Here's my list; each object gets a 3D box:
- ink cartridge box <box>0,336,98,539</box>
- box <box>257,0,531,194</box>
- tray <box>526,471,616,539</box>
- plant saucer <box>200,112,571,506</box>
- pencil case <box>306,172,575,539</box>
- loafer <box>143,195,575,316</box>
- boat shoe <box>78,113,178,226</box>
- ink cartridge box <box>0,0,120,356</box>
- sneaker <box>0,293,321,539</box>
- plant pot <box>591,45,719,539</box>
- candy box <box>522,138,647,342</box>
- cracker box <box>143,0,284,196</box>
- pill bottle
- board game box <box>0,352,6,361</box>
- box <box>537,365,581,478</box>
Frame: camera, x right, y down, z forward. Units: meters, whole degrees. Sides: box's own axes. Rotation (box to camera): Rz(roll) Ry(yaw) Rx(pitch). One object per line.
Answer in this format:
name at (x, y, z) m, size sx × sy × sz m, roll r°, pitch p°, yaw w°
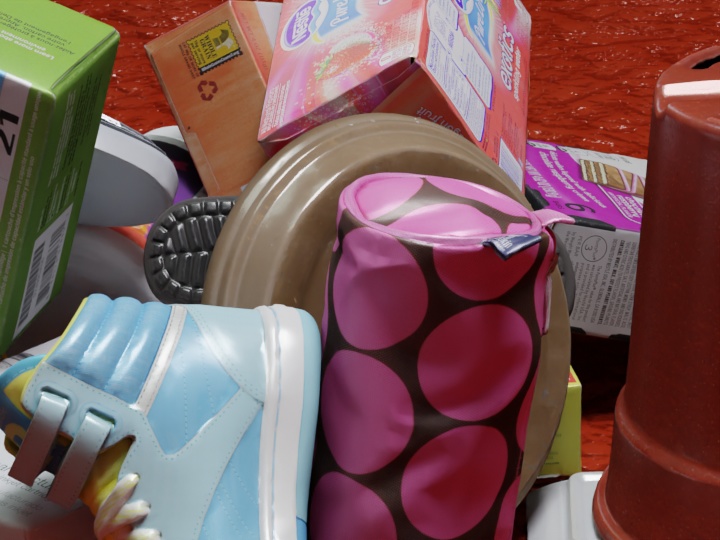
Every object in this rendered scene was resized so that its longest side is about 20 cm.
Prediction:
ink cartridge box at (-0.116, 0.094, 1.270) m, size 0.145 × 0.084 × 0.200 m, roll 15°, pitch 28°, yaw 39°
box at (0.020, -0.098, 1.462) m, size 0.094 × 0.103 × 0.200 m, roll -26°, pitch 28°, yaw 20°
tray at (0.172, 0.112, 1.283) m, size 0.199 × 0.022 × 0.107 m, roll -1°, pitch 22°, yaw 3°
plant saucer at (0.019, 0.032, 1.260) m, size 0.199 × 0.201 × 0.029 m, roll -18°, pitch 9°, yaw -36°
pencil case at (0.028, 0.065, 1.176) m, size 0.093 × 0.201 × 0.091 m, roll -1°, pitch 21°, yaw -24°
loafer at (0.000, 0.000, 1.357) m, size 0.199 × 0.073 × 0.071 m, roll 6°, pitch -16°, yaw -1°
boat shoe at (-0.173, -0.079, 1.377) m, size 0.199 × 0.072 × 0.068 m, roll 16°, pitch 57°, yaw 13°
ink cartridge box at (-0.223, -0.068, 1.304) m, size 0.199 × 0.148 × 0.076 m, roll 23°, pitch 32°, yaw 9°
sneaker at (-0.088, 0.100, 1.130) m, size 0.130 × 0.080 × 0.201 m, roll 11°, pitch 61°, yaw -13°
plant pot at (0.196, 0.013, 1.235) m, size 0.199 × 0.196 × 0.201 m, roll -2°, pitch 21°, yaw 1°
candy box at (0.160, -0.009, 1.469) m, size 0.199 × 0.061 × 0.136 m, roll 9°, pitch 18°, yaw -19°
cracker box at (-0.030, -0.069, 1.532) m, size 0.057 × 0.135 × 0.200 m, roll -25°, pitch -3°, yaw 17°
pill bottle at (-0.117, -0.004, 1.483) m, size 0.111 × 0.112 × 0.200 m, roll 3°, pitch 22°, yaw 13°
board game box at (-0.267, 0.047, 1.388) m, size 0.199 × 0.096 × 0.030 m, roll 1°, pitch 32°, yaw 7°
box at (0.053, 0.042, 1.434) m, size 0.075 × 0.050 × 0.200 m, roll -3°, pitch 22°, yaw -7°
